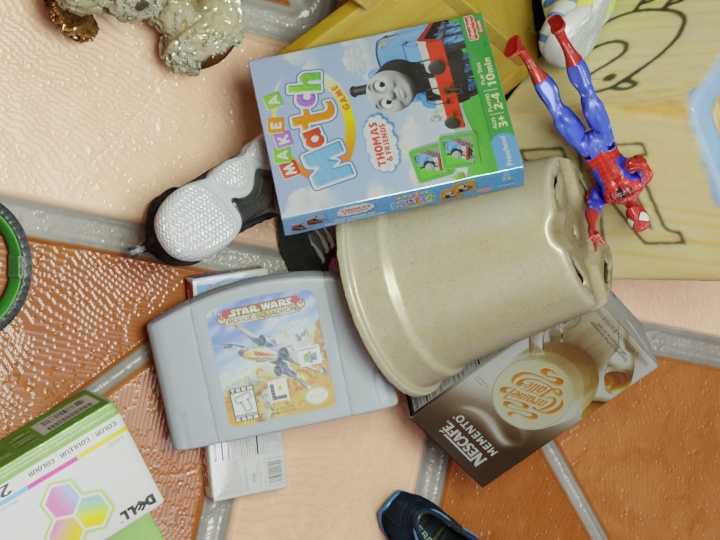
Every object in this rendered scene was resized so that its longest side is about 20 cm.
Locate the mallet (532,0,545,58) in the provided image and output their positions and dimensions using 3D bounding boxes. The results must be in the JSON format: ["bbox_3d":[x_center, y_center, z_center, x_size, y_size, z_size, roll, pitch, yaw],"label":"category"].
[{"bbox_3d":[0.174,-0.174,1.807,0.066,0.041,0.200,-16,108,-27],"label":"mallet"}]

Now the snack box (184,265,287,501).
[{"bbox_3d":[-0.109,0.100,1.705,0.072,0.024,0.200,-9,100,-23],"label":"snack box"}]

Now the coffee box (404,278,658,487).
[{"bbox_3d":[0.151,0.090,1.747,0.200,0.080,0.114,-37,118,15],"label":"coffee box"}]

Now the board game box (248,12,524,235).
[{"bbox_3d":[0.020,-0.121,1.583,0.200,0.037,0.152,-13,66,-1],"label":"board game box"}]

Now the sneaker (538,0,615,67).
[{"bbox_3d":[0.174,-0.250,1.706,0.200,0.105,0.076,-49,161,-50],"label":"sneaker"}]

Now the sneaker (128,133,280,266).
[{"bbox_3d":[-0.108,-0.063,1.641,0.200,0.114,0.076,-29,97,-32],"label":"sneaker"}]

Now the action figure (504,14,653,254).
[{"bbox_3d":[0.188,-0.099,1.572,0.065,0.099,0.200,-26,117,18],"label":"action figure"}]

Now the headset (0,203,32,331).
[{"bbox_3d":[-0.364,-0.002,1.556,0.200,0.094,0.124,-2,93,-41],"label":"headset"}]

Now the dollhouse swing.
[{"bbox_3d":[0.029,-0.232,1.695,0.200,0.176,0.182,32,46,-46],"label":"dollhouse swing"}]

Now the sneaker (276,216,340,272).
[{"bbox_3d":[0.000,0.000,1.731,0.086,0.080,0.200,-42,113,-40],"label":"sneaker"}]

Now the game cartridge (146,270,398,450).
[{"bbox_3d":[-0.077,0.072,1.661,0.200,0.042,0.133,-12,104,-1],"label":"game cartridge"}]

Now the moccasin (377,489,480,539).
[{"bbox_3d":[0.094,0.285,1.801,0.200,0.068,0.081,40,77,-25],"label":"moccasin"}]

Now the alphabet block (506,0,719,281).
[{"bbox_3d":[0.274,-0.119,1.723,0.195,0.200,0.197,-51,128,-38],"label":"alphabet block"}]

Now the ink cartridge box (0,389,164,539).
[{"bbox_3d":[-0.236,0.224,1.630,0.148,0.076,0.200,-31,107,-19],"label":"ink cartridge box"}]

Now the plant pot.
[{"bbox_3d":[0.107,-0.011,1.644,0.200,0.183,0.201,44,37,-48],"label":"plant pot"}]

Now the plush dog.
[{"bbox_3d":[-0.175,-0.258,1.567,0.172,0.200,0.161,-16,70,-33],"label":"plush dog"}]
